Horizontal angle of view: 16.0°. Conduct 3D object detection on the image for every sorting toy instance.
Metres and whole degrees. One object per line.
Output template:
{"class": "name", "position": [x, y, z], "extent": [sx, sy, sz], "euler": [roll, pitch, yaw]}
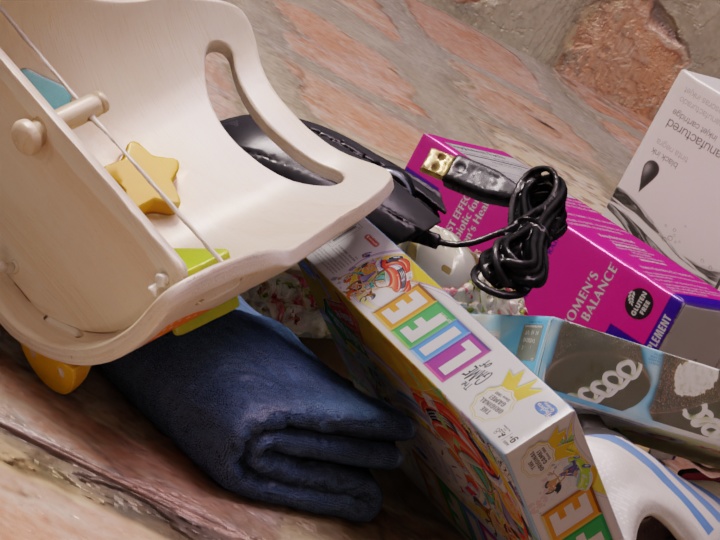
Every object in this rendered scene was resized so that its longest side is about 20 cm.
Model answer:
{"class": "sorting toy", "position": [-0.083, -0.049, 1.065], "extent": [0.180, 0.107, 0.200], "euler": [-22, 60, -38]}

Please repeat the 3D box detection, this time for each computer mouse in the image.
{"class": "computer mouse", "position": [0.006, -0.048, 1.209], "extent": [0.199, 0.046, 0.140], "euler": [15, 22, 14]}

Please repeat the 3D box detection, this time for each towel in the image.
{"class": "towel", "position": [-0.072, 0.032, 1.103], "extent": [0.111, 0.049, 0.200], "euler": [16, 18, -47]}

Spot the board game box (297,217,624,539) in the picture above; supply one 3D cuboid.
{"class": "board game box", "position": [0.046, 0.069, 1.080], "extent": [0.200, 0.034, 0.135], "euler": [44, -18, 53]}

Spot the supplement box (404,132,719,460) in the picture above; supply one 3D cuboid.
{"class": "supplement box", "position": [0.109, 0.014, 1.484], "extent": [0.200, 0.102, 0.103], "euler": [35, 13, 30]}

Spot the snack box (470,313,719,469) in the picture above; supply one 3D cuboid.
{"class": "snack box", "position": [0.142, 0.063, 1.219], "extent": [0.199, 0.037, 0.116], "euler": [18, -7, -25]}

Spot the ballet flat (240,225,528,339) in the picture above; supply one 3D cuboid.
{"class": "ballet flat", "position": [0.000, 0.000, 1.243], "extent": [0.199, 0.064, 0.076], "euler": [1, 34, -26]}

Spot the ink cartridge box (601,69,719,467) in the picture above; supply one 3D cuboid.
{"class": "ink cartridge box", "position": [0.219, 0.001, 1.563], "extent": [0.146, 0.201, 0.084], "euler": [34, 15, 28]}

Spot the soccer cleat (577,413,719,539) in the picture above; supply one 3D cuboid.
{"class": "soccer cleat", "position": [0.146, 0.132, 1.188], "extent": [0.200, 0.070, 0.087], "euler": [23, 37, -47]}

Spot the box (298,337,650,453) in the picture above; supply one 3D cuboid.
{"class": "box", "position": [0.058, 0.058, 1.323], "extent": [0.199, 0.021, 0.163], "euler": [24, 10, 8]}
